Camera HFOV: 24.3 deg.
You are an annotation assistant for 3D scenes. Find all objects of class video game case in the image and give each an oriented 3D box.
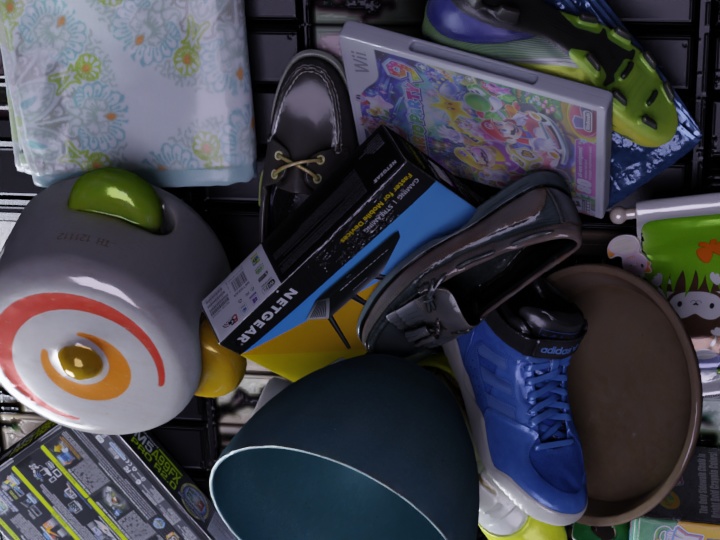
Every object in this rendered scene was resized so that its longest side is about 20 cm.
[{"bbox_3d":[0.085,-0.108,1.211,0.199,0.018,0.143,18,154,17],"label":"video game case"}]

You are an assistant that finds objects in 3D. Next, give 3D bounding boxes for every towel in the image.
[{"bbox_3d":[-0.182,-0.150,1.293,0.199,0.048,0.172,0,114,10],"label":"towel"},{"bbox_3d":[0.155,-0.142,1.233,0.111,0.049,0.200,-36,103,23],"label":"towel"}]

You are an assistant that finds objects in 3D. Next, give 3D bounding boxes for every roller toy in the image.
[{"bbox_3d":[-0.200,0.033,1.305,0.182,0.140,0.200,-22,122,30],"label":"roller toy"}]

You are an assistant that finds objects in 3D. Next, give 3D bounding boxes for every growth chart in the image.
[{"bbox_3d":[0.274,0.021,1.286,0.144,0.018,0.201,-14,120,16],"label":"growth chart"}]

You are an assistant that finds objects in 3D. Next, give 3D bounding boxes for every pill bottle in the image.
[{"bbox_3d":[-0.004,0.174,1.365,0.199,0.111,0.111,22,115,0],"label":"pill bottle"}]

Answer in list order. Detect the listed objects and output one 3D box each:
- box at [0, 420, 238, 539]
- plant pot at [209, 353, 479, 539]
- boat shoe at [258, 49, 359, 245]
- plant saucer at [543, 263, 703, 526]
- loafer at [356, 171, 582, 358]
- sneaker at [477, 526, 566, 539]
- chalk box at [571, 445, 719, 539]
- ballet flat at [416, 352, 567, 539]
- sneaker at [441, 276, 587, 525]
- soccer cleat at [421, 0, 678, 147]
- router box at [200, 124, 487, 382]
[{"bbox_3d":[-0.222,0.217,1.463,0.160,0.044,0.200,-35,103,22],"label":"box"},{"bbox_3d":[0.007,0.142,1.233,0.199,0.135,0.201,19,143,14],"label":"plant pot"},{"bbox_3d":[-0.042,-0.068,1.295,0.071,0.061,0.202,8,114,8],"label":"boat shoe"},{"bbox_3d":[0.184,0.095,1.284,0.199,0.029,0.202,-1,88,46],"label":"plant saucer"},{"bbox_3d":[0.078,0.009,1.222,0.200,0.063,0.072,-41,134,21],"label":"loafer"},{"bbox_3d":[0.104,0.266,1.418,0.200,0.070,0.090,-33,119,22],"label":"sneaker"},{"bbox_3d":[0.269,0.221,1.329,0.199,0.125,0.125,4,114,10],"label":"chalk box"},{"bbox_3d":[0.093,0.151,1.306,0.067,0.067,0.201,-37,64,23],"label":"ballet flat"},{"bbox_3d":[0.134,0.084,1.261,0.076,0.201,0.111,0,144,-32],"label":"sneaker"},{"bbox_3d":[0.134,-0.146,1.186,0.199,0.065,0.084,31,145,-8],"label":"soccer cleat"},{"bbox_3d":[0.000,0.000,1.267,0.200,0.051,0.149,-44,137,16],"label":"router box"}]
